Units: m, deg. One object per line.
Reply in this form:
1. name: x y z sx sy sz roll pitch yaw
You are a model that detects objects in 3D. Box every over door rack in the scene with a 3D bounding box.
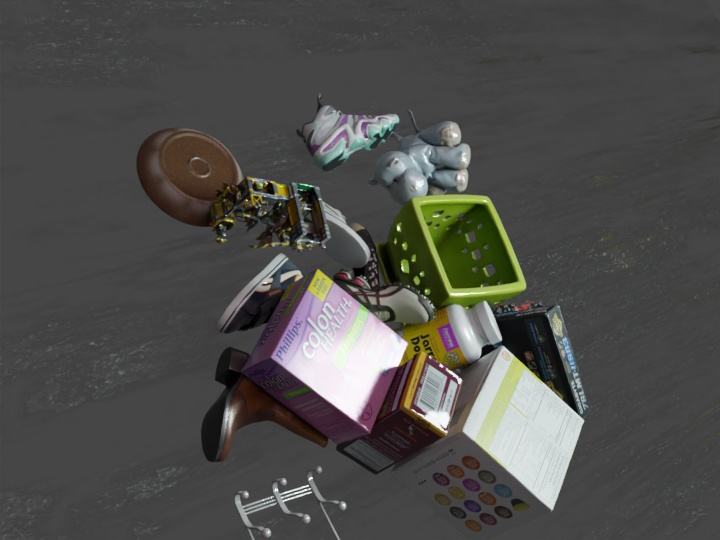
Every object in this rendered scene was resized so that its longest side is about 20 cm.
1. over door rack: -0.082 0.394 1.329 0.147 0.067 0.201 -9 68 -38

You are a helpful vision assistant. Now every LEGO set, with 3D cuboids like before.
1. LEGO set: -0.147 -0.069 1.520 0.200 0.154 0.116 13 55 -47

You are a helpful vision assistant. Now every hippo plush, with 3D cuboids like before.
1. hippo plush: 0.109 -0.214 1.791 0.161 0.159 0.200 -33 84 -44

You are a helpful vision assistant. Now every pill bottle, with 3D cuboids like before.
1. pill bottle: 0.133 0.123 1.554 0.105 0.199 0.104 60 13 -24

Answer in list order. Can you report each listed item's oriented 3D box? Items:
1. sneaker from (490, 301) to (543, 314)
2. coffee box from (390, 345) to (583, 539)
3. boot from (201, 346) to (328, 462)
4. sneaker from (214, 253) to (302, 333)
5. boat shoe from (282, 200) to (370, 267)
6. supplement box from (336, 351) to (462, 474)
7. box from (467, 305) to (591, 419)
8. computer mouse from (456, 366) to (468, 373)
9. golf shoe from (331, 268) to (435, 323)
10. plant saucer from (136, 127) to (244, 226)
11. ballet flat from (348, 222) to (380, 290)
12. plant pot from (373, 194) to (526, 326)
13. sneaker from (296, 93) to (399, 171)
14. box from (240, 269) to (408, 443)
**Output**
1. sneaker: 0.278 0.105 1.739 0.200 0.098 0.071 -1 68 -54
2. coffee box: 0.212 0.290 1.511 0.198 0.200 0.200 41 46 -7
3. boot: -0.140 0.234 1.411 0.200 0.068 0.189 29 41 -27
4. sneaker: -0.153 0.050 1.491 0.079 0.078 0.200 41 45 1
5. boat shoe: -0.058 -0.081 1.637 0.200 0.072 0.066 32 39 14
6. supplement box: 0.059 0.228 1.442 0.086 0.200 0.111 35 48 -13
7. box: 0.280 0.169 1.599 0.050 0.198 0.201 -29 104 -46
8. computer mouse: 0.194 0.154 1.694 0.110 0.044 0.200 51 46 5
9. golf shoe: 0.028 0.065 1.532 0.199 0.077 0.088 12 47 28
10. plant saucer: -0.282 -0.170 1.571 0.200 0.037 0.201 19 53 -26
11. ballet flat: 0.000 0.000 1.641 0.057 0.067 0.201 2 59 -23
12. plant pot: 0.148 -0.007 1.670 0.198 0.181 0.201 -4 64 -37
13. sneaker: -0.032 -0.292 1.778 0.200 0.078 0.140 -30 75 -26
14. box: -0.051 0.134 1.420 0.200 0.097 0.176 39 53 -17
